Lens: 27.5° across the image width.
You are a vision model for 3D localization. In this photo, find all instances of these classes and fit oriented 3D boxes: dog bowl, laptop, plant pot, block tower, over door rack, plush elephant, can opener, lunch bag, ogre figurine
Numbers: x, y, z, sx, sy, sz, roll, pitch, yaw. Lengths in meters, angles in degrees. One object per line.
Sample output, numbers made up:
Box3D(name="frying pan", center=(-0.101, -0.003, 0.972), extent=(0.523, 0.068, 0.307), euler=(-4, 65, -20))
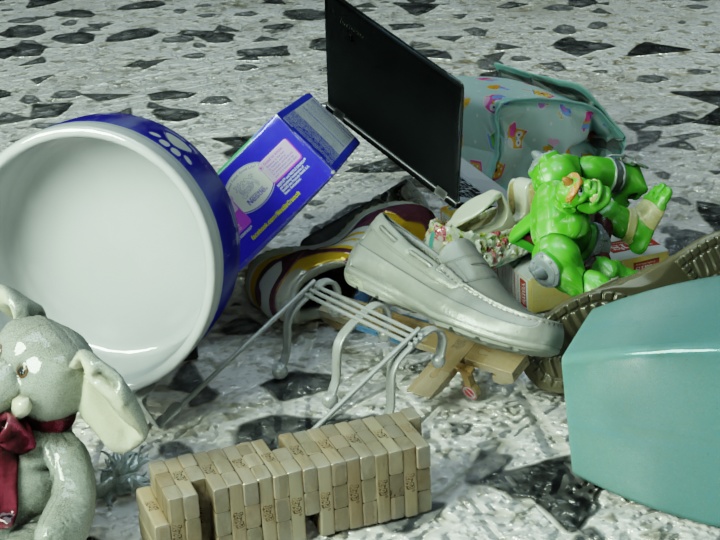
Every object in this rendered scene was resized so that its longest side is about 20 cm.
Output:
Box3D(name="dog bowl", center=(-0.192, -0.014, 1.097), extent=(0.197, 0.203, 0.079), euler=(2, 15, 10))
Box3D(name="laptop", center=(0.065, -0.151, 1.350), extent=(0.199, 0.117, 0.187), euler=(3, 31, -50))
Box3D(name="plant pot", center=(0.244, 0.085, 0.989), extent=(0.198, 0.143, 0.141), euler=(0, 21, 25))
Box3D(name="block tower", center=(-0.045, 0.144, 0.973), extent=(0.198, 0.055, 0.058), euler=(-11, 25, -19))
Box3D(name="over door rack", center=(-0.050, 0.089, 1.105), extent=(0.199, 0.067, 0.147), euler=(-32, 33, -28))
Box3D(name="plush elephant", center=(-0.222, 0.102, 0.953), extent=(0.199, 0.157, 0.164), euler=(-22, 30, -39))
Box3D(name="can opener", center=(0.007, -0.037, 1.429), extent=(0.066, 0.053, 0.200), euler=(-30, 2, 36))
Box3D(name="lunch bag", center=(0.168, -0.154, 1.592), extent=(0.198, 0.124, 0.170), euler=(-7, 19, -34))
Box3D(name="ogre figurine", center=(0.197, -0.029, 1.247), extent=(0.119, 0.202, 0.098), euler=(19, -23, -16))

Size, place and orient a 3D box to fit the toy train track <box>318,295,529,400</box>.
Box3D(name="toy train track", center=(0.049, 0.060, 1.176), extent=(0.199, 0.033, 0.115), euler=(17, 50, 38))

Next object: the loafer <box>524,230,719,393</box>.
Box3D(name="loafer", center=(0.218, 0.038, 1.148), extent=(0.198, 0.077, 0.067), euler=(-25, -10, 3))

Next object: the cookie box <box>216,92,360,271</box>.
Box3D(name="cookie box", center=(-0.092, -0.068, 1.310), extent=(0.171, 0.075, 0.200), euler=(-44, 4, 12))

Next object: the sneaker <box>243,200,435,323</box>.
Box3D(name="sneaker", center=(0.000, 0.000, 1.299), extent=(0.199, 0.076, 0.090), euler=(-25, 29, -25))

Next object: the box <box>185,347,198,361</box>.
Box3D(name="box", center=(-0.242, 0.034, 1.270), extent=(0.158, 0.045, 0.200), euler=(-10, 24, -19))

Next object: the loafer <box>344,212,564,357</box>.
Box3D(name="loafer", center=(0.073, 0.010, 1.123), extent=(0.199, 0.070, 0.070), euler=(24, 1, 34))

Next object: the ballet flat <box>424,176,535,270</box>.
Box3D(name="ballet flat", center=(0.134, -0.045, 1.304), extent=(0.199, 0.065, 0.075), euler=(-26, 29, -36))

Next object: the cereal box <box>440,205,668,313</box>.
Box3D(name="cereal box", center=(0.178, -0.025, 1.378), extent=(0.142, 0.040, 0.200), euler=(-12, 24, -18))

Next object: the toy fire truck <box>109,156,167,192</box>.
Box3D(name="toy fire truck", center=(-0.223, -0.027, 1.171), extent=(0.140, 0.201, 0.049), euler=(26, 23, -5))
